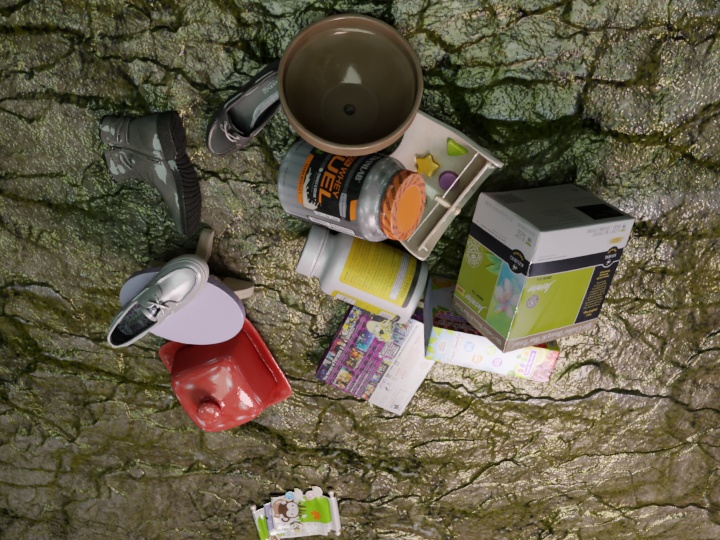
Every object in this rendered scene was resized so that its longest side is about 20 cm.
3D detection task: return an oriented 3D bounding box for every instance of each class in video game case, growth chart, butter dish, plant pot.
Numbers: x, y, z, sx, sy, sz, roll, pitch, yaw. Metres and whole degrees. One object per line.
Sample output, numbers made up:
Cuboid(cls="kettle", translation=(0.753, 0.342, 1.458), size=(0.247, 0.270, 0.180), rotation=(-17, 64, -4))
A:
Cuboid(cls="video game case", translation=(0.038, 0.147, 1.189), size=(0.179, 0.036, 0.201), rotation=(24, 117, -8))
Cuboid(cls="growth chart", translation=(-0.136, 0.520, 1.408), size=(0.197, 0.018, 0.146), rotation=(-12, 115, 10))
Cuboid(cls="butter dish", translation=(-0.251, 0.212, 1.183), size=(0.197, 0.148, 0.201), rotation=(-22, 114, 14))
Cuboid(cls="plant pot", translation=(-0.015, -0.246, 0.936), size=(0.198, 0.093, 0.204), rotation=(0, 77, -1))

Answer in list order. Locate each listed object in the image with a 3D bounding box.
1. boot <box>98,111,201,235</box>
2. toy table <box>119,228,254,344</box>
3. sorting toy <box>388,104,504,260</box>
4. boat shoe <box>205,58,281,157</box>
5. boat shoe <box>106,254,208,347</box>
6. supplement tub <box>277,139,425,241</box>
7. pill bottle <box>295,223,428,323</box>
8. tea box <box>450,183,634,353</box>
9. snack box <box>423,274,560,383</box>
Cuboid(cls="boot", translation=(-0.332, -0.151, 1.056), size=(0.129, 0.068, 0.203), rotation=(-4, 110, 12))
Cuboid(cls="toy table", translation=(-0.281, 0.034, 1.111), size=(0.198, 0.118, 0.185), rotation=(24, 116, -8))
Cuboid(cls="sorting toy", translation=(0.092, -0.155, 1.000), size=(0.179, 0.107, 0.200), rotation=(37, 125, -1))
Cuboid(cls="boat shoe", translation=(-0.167, -0.239, 0.993), size=(0.199, 0.057, 0.067), rotation=(-39, 109, 21))
Cuboid(cls="boat shoe", translation=(-0.314, 0.050, 1.017), size=(0.199, 0.069, 0.072), rotation=(-30, 112, 17))
Cuboid(cls="supplement tub", translation=(-0.013, -0.115, 0.966), size=(0.198, 0.122, 0.124), rotation=(18, 122, 29))
Cuboid(cls="pill bottle", translation=(0.000, 0.000, 1.073), size=(0.198, 0.112, 0.112), rotation=(22, 117, -8))
Cuboid(cls="tea box", translation=(0.265, -0.008, 0.988), size=(0.198, 0.134, 0.199), rotation=(-8, 122, -32))
Cuboid(cls="snack box", translation=(0.202, 0.089, 1.071), size=(0.197, 0.169, 0.068), rotation=(12, 118, -1))
